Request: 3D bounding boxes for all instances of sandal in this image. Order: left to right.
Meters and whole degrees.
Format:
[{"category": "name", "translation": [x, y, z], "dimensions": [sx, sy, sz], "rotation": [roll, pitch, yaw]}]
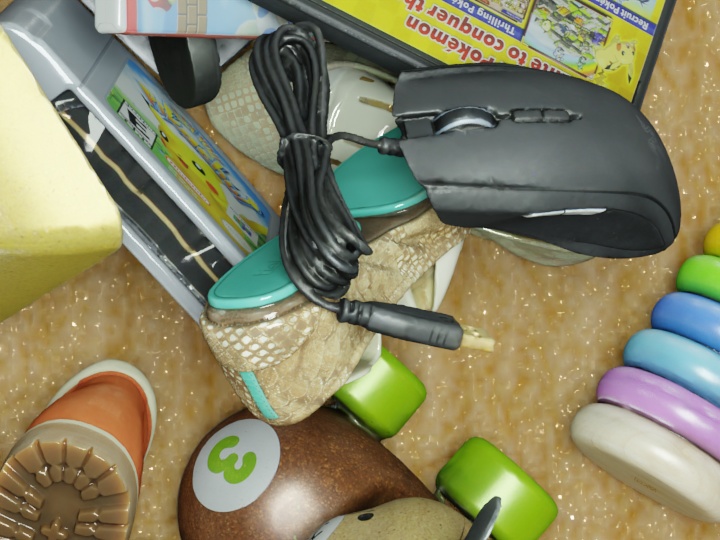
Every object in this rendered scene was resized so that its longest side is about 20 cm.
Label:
[{"category": "sandal", "translation": [-0.101, -0.164, 0.875], "dimensions": [0.045, 0.075, 0.200], "rotation": [-13, 95, -18]}]

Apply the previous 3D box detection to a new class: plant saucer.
[{"category": "plant saucer", "translation": [-0.201, -0.061, 0.844], "dimensions": [0.048, 0.200, 0.200], "rotation": [-35, 95, -33]}]

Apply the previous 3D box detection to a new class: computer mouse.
[{"category": "computer mouse", "translation": [0.056, -0.029, 0.805], "dimensions": [0.200, 0.046, 0.141], "rotation": [14, 51, -26]}]

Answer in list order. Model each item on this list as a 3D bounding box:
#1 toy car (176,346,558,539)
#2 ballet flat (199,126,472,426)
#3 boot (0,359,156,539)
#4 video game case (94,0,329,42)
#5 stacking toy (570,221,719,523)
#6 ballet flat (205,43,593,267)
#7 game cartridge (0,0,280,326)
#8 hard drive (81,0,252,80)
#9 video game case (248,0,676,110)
[{"category": "toy car", "translation": [-0.001, 0.126, 0.869], "dimensions": [0.158, 0.200, 0.164], "rotation": [41, 85, -6]}, {"category": "ballet flat", "translation": [0.000, 0.000, 0.842], "dimensions": [0.070, 0.200, 0.065], "rotation": [1, 116, 33]}, {"category": "boot", "translation": [-0.138, 0.133, 0.917], "dimensions": [0.075, 0.107, 0.200], "rotation": [23, 115, -6]}, {"category": "video game case", "translation": [-0.030, -0.169, 0.881], "dimensions": [0.200, 0.017, 0.143], "rotation": [-5, 96, -45]}, {"category": "stacking toy", "translation": [0.179, 0.012, 0.958], "dimensions": [0.085, 0.085, 0.200], "rotation": [33, 81, -6]}, {"category": "ballet flat", "translation": [0.028, -0.057, 0.942], "dimensions": [0.200, 0.062, 0.068], "rotation": [18, 86, -7]}, {"category": "game cartridge", "translation": [-0.083, -0.037, 0.890], "dimensions": [0.040, 0.133, 0.200], "rotation": [-41, 103, 6]}, {"category": "hard drive", "translation": [-0.100, -0.190, 0.935], "dimensions": [0.135, 0.042, 0.200], "rotation": [-42, 96, -6]}, {"category": "video game case", "translation": [0.053, -0.163, 0.884], "dimensions": [0.200, 0.025, 0.181], "rotation": [24, 77, -23]}]
